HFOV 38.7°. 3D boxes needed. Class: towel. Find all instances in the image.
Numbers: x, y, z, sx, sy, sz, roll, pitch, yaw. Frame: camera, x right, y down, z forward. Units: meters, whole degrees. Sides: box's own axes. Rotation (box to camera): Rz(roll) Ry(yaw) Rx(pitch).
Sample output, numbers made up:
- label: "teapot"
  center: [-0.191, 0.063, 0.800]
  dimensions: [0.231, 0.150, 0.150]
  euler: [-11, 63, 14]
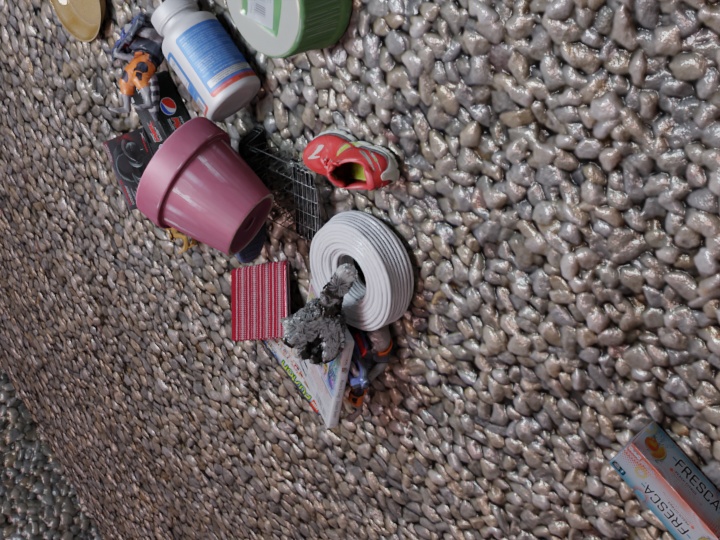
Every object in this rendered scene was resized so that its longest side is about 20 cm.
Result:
- label: "towel"
  center: [-0.193, 0.061, 1.981]
  dimensions: [0.198, 0.022, 0.148]
  euler: [-8, 82, 51]

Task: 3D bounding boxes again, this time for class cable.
- label: "cable"
  center: [0.000, 0.000, 1.704]
  dimensions: [0.201, 0.069, 0.201]
  euler: [50, 142, 17]

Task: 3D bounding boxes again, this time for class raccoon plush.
- label: "raccoon plush"
  center: [-0.061, 0.067, 1.722]
  dimensions: [0.096, 0.201, 0.134]
  euler: [34, -170, -21]

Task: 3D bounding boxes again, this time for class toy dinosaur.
- label: "toy dinosaur"
  center: [-0.365, -0.095, 2.085]
  dimensions: [0.199, 0.060, 0.108]
  euler: [-14, 103, 52]

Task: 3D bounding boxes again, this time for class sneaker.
- label: "sneaker"
  center: [-0.233, -0.114, 1.907]
  dimensions: [0.081, 0.073, 0.204]
  euler: [4, 109, 47]
- label: "sneaker"
  center: [-0.030, -0.169, 1.615]
  dimensions: [0.198, 0.084, 0.078]
  euler: [15, 126, 43]

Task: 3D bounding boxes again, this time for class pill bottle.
- label: "pill bottle"
  center: [-0.265, -0.364, 1.736]
  dimensions: [0.202, 0.112, 0.112]
  euler: [55, 144, 5]

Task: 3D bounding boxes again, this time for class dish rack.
- label: "dish rack"
  center: [-0.134, -0.145, 1.784]
  dimensions: [0.198, 0.054, 0.156]
  euler: [27, 135, 33]

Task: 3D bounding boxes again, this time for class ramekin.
- label: "ramekin"
  center: [-0.115, -0.416, 1.530]
  dimensions: [0.198, 0.097, 0.203]
  euler: [29, 135, 34]

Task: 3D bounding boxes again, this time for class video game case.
- label: "video game case"
  center: [-0.065, 0.144, 1.823]
  dimensions: [0.201, 0.023, 0.185]
  euler: [-121, 37, -52]

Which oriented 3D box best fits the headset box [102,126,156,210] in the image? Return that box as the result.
- label: "headset box"
  center: [-0.428, -0.210, 2.062]
  dimensions: [0.198, 0.077, 0.151]
  euler: [-5, 108, 49]

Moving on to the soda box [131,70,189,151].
- label: "soda box"
  center: [-0.362, -0.269, 1.948]
  dimensions: [0.063, 0.070, 0.203]
  euler: [-16, 102, 51]

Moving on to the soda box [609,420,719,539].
- label: "soda box"
  center: [0.441, 0.312, 1.412]
  dimensions: [0.201, 0.063, 0.069]
  euler: [50, 143, 14]

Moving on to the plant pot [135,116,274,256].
- label: "plant pot"
  center: [-0.252, -0.130, 1.744]
  dimensions: [0.178, 0.200, 0.201]
  euler: [36, 140, 9]

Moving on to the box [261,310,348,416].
- label: "box"
  center: [-0.113, 0.175, 1.995]
  dimensions: [0.201, 0.034, 0.110]
  euler: [52, 143, 10]

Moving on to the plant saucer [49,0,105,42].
- label: "plant saucer"
  center: [-0.553, -0.552, 2.008]
  dimensions: [0.199, 0.035, 0.203]
  euler: [29, 133, 35]

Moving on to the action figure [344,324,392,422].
- label: "action figure"
  center: [-0.002, 0.144, 1.825]
  dimensions: [0.194, 0.103, 0.203]
  euler: [-55, 41, 45]

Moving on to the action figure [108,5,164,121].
- label: "action figure"
  center: [-0.392, -0.375, 1.842]
  dimensions: [0.199, 0.103, 0.197]
  euler: [3, 78, 66]
